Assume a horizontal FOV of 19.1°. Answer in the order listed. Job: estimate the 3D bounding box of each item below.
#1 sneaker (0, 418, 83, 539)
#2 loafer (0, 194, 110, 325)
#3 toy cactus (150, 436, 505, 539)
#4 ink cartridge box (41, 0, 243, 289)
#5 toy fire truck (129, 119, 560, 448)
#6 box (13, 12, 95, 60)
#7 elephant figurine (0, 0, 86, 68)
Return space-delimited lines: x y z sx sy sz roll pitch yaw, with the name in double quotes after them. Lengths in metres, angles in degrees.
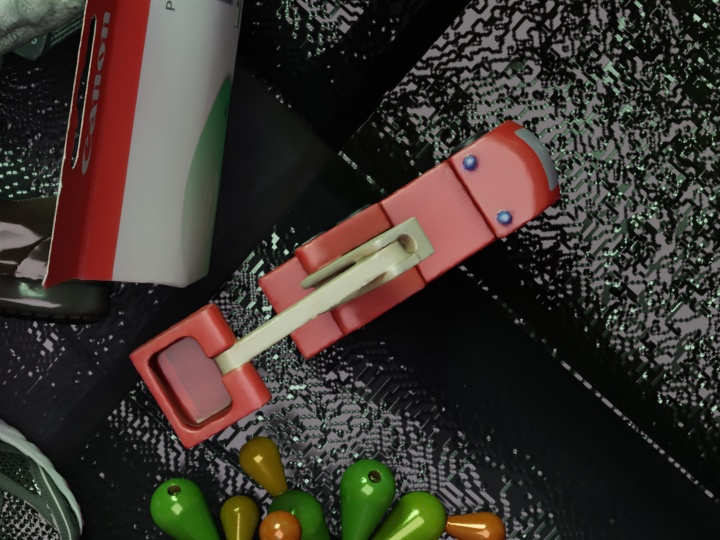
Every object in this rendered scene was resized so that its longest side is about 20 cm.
-0.224 0.089 0.991 0.200 0.086 0.080 33 96 -7 "sneaker"
-0.212 -0.021 1.003 0.199 0.073 0.072 9 84 -3 "loafer"
-0.011 0.170 0.996 0.199 0.102 0.166 17 104 -7 "toy cactus"
-0.087 -0.073 0.923 0.050 0.200 0.162 8 94 0 "ink cartridge box"
0.000 0.000 0.953 0.200 0.141 0.049 -32 92 4 "toy fire truck"
-0.151 -0.213 0.932 0.122 0.106 0.201 21 113 7 "box"
-0.211 -0.049 0.903 0.200 0.155 0.142 -39 135 -25 "elephant figurine"
